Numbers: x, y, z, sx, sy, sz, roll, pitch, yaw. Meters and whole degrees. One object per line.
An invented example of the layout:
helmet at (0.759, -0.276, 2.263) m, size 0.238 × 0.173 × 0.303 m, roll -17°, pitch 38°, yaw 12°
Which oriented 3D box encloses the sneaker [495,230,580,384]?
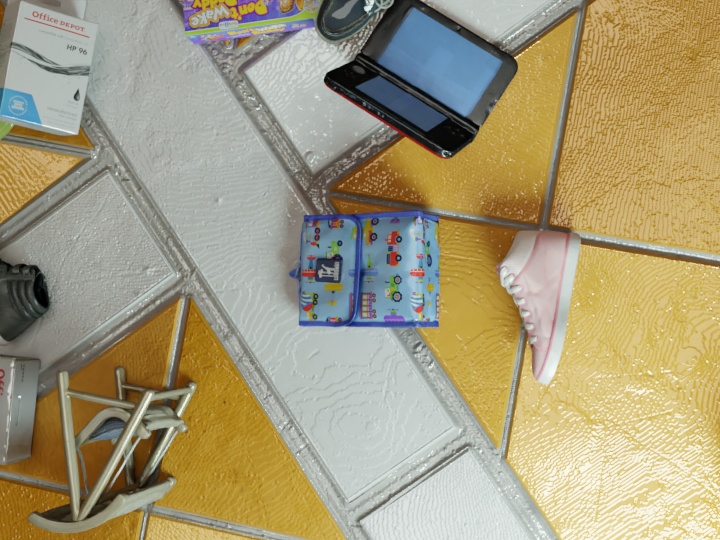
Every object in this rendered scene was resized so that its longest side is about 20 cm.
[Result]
sneaker at (0.220, 0.042, 1.444) m, size 0.104 × 0.075 × 0.202 m, roll 10°, pitch 81°, yaw 5°

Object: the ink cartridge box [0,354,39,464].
ink cartridge box at (-0.562, 0.186, 1.557) m, size 0.199 × 0.084 × 0.146 m, roll 4°, pitch 87°, yaw 9°

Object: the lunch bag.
lunch bag at (0.000, 0.000, 1.488) m, size 0.199 × 0.094 × 0.152 m, roll -1°, pitch 88°, yaw 21°

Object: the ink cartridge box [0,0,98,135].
ink cartridge box at (-0.438, -0.298, 1.544) m, size 0.115 × 0.068 × 0.201 m, roll 11°, pitch 88°, yaw -35°

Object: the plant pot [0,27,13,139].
plant pot at (-0.592, -0.275, 1.535) m, size 0.199 × 0.190 × 0.202 m, roll 0°, pitch 87°, yaw 8°

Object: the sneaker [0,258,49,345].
sneaker at (-0.506, -0.004, 1.569) m, size 0.099 × 0.071 × 0.201 m, roll -27°, pitch 89°, yaw 5°

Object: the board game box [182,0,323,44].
board game box at (-0.147, -0.398, 1.543) m, size 0.199 × 0.045 × 0.135 m, roll -6°, pitch 86°, yaw 9°

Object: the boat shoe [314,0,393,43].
boat shoe at (0.018, -0.384, 1.488) m, size 0.200 × 0.062 × 0.075 m, roll -43°, pitch 100°, yaw -9°

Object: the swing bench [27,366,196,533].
swing bench at (-0.318, 0.237, 1.457) m, size 0.129 × 0.199 × 0.201 m, roll 10°, pitch 89°, yaw 9°

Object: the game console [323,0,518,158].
game console at (0.081, -0.260, 1.467) m, size 0.199 × 0.172 × 0.119 m, roll 33°, pitch 119°, yaw 10°
